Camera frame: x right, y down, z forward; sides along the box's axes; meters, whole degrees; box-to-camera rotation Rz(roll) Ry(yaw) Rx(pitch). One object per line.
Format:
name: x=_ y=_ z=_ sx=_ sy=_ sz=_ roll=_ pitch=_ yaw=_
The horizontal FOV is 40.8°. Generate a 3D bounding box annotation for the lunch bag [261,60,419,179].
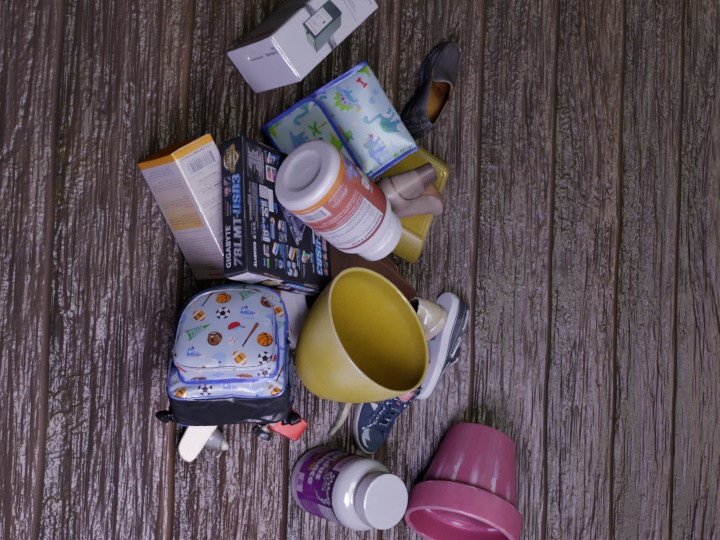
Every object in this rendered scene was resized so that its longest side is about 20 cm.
lunch bag: x=-0.035 y=-0.210 z=1.559 sx=0.199 sy=0.127 sz=0.171 roll=-32 pitch=95 yaw=-8

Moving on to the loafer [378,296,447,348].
loafer: x=0.045 y=0.109 z=1.544 sx=0.200 sy=0.076 sz=0.068 roll=-41 pitch=122 yaw=6

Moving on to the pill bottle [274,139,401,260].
pill bottle: x=-0.026 y=-0.096 z=1.423 sx=0.200 sy=0.112 sz=0.113 roll=38 pitch=68 yaw=-45

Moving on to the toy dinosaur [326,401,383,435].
toy dinosaur: x=0.001 y=0.181 z=1.621 sx=0.087 sy=0.047 sz=0.202 roll=8 pitch=92 yaw=1

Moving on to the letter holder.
letter holder: x=0.000 y=0.000 z=1.604 sx=0.200 sy=0.100 sz=0.143 roll=35 pitch=68 yaw=-29

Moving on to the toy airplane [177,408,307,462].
toy airplane: x=-0.191 y=0.175 z=1.461 sx=0.198 sy=0.141 sz=0.201 roll=-12 pitch=81 yaw=-1

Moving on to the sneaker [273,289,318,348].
sneaker: x=-0.093 y=0.098 z=1.567 sx=0.073 sy=0.084 sz=0.201 roll=-64 pitch=145 yaw=-51

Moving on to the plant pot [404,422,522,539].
plant pot: x=0.192 y=0.375 z=1.688 sx=0.200 sy=0.199 sz=0.180 roll=38 pitch=53 yaw=-28

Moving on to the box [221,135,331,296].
box: x=-0.120 y=-0.074 z=1.415 sx=0.198 sy=0.049 sz=0.202 roll=16 pitch=66 yaw=-55

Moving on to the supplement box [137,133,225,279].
supplement box: x=-0.232 y=-0.090 z=1.427 sx=0.073 sy=0.126 sz=0.201 roll=-34 pitch=109 yaw=-32

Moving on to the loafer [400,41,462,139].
loafer: x=0.142 y=-0.324 z=1.723 sx=0.073 sy=0.072 sz=0.201 roll=31 pitch=71 yaw=-29

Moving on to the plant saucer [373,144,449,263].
plant saucer: x=0.068 y=-0.142 z=1.684 sx=0.199 sy=0.048 sz=0.201 roll=29 pitch=73 yaw=-30

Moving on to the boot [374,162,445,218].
boot: x=0.062 y=-0.108 z=1.598 sx=0.146 sy=0.200 sz=0.071 roll=-31 pitch=68 yaw=-1

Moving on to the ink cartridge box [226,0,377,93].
ink cartridge box: x=-0.092 y=-0.376 z=1.517 sx=0.200 sy=0.146 sz=0.084 roll=-48 pitch=116 yaw=-25

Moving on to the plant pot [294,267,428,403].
plant pot: x=-0.017 y=0.116 z=1.440 sx=0.199 sy=0.142 sz=0.201 roll=30 pitch=43 yaw=-32

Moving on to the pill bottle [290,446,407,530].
pill bottle: x=-0.017 y=0.345 z=1.523 sx=0.112 sy=0.199 sz=0.113 roll=1 pitch=89 yaw=-35

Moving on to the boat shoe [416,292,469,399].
boat shoe: x=0.147 y=0.141 z=1.725 sx=0.068 sy=0.072 sz=0.201 roll=31 pitch=65 yaw=-29

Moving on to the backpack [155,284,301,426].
backpack: x=-0.178 y=0.108 z=1.336 sx=0.198 sy=0.155 sz=0.191 roll=2 pitch=44 yaw=-4

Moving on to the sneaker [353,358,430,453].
sneaker: x=0.057 y=0.218 z=1.647 sx=0.075 sy=0.084 sz=0.201 roll=34 pitch=71 yaw=-30
